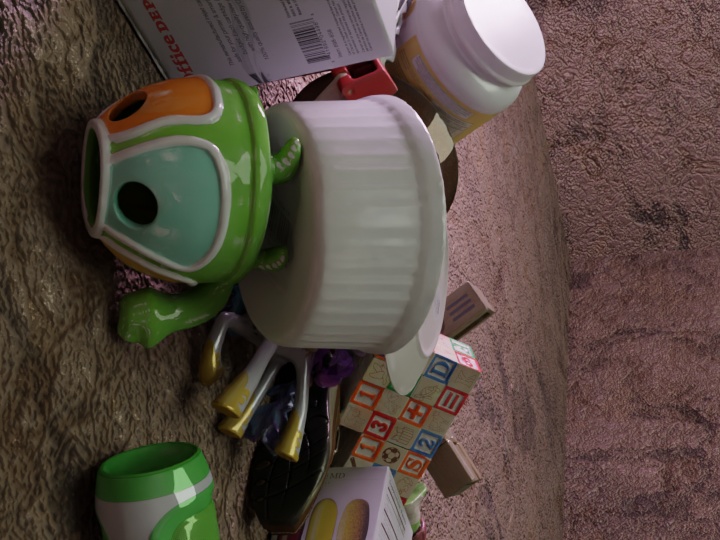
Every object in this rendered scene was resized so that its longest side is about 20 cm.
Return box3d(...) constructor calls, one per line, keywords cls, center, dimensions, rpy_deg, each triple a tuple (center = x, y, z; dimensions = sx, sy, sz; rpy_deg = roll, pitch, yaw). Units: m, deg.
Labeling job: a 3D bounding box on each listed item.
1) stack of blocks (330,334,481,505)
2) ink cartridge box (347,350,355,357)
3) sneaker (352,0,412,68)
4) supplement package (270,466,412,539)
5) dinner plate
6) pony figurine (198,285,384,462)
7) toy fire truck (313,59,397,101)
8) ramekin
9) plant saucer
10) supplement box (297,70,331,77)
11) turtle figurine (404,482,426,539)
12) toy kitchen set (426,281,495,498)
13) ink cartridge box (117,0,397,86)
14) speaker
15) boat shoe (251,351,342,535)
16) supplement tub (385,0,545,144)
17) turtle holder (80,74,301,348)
box3d(cls="stack of blocks", center=(0.030, 0.156, 1.023), dimensions=(0.202, 0.114, 0.059), rpy_deg=(-63, -164, 18))
box3d(cls="ink cartridge box", center=(0.021, 0.039, 1.126), dimensions=(0.201, 0.075, 0.137), rpy_deg=(-90, 157, -55))
box3d(cls="sneaker", center=(0.009, -0.282, 0.926), dimensions=(0.089, 0.073, 0.202), rpy_deg=(62, 30, -52))
box3d(cls="supplement package", center=(-0.026, 0.303, 0.920), dimensions=(0.201, 0.112, 0.110), rpy_deg=(-75, 153, -48))
box3d(cls="dinner plate", center=(0.055, 0.010, 0.847), dimensions=(0.200, 0.024, 0.203), rpy_deg=(5, 90, -74))
box3d(cls="pony figurine", center=(-0.060, 0.063, 0.871), dimensions=(0.193, 0.165, 0.202), rpy_deg=(49, 54, -47))
box3d(cls="toy fire truck", center=(-0.037, -0.098, 0.905), dimensions=(0.141, 0.199, 0.049), rpy_deg=(53, 8, -38))
box3d(cls="ramekin", center=(-0.026, -0.035, 0.732), dimensions=(0.096, 0.200, 0.204), rpy_deg=(-1, 85, -27))
box3d(cls="plant saucer", center=(0.002, -0.104, 0.980), dimensions=(0.035, 0.197, 0.203), rpy_deg=(-56, 137, -56))
box3d(cls="supplement box", center=(-0.063, -0.303, 0.992), dimensions=(0.201, 0.102, 0.132), rpy_deg=(-74, 151, -48))
box3d(cls="turtle figurine", center=(0.074, 0.339, 1.170), dimensions=(0.144, 0.198, 0.197), rpy_deg=(-146, -141, -69))
box3d(cls="toy kitchen set", center=(0.113, 0.145, 1.163), dimensions=(0.201, 0.180, 0.163), rpy_deg=(56, 10, 18))
box3d(cls="ink cartridge box", center=(-0.083, -0.233, 0.768), dimensions=(0.145, 0.197, 0.085), rpy_deg=(62, 25, -48))
box3d(cls="speaker", center=(-0.133, 0.229, 0.670), dimensions=(0.088, 0.087, 0.203), rpy_deg=(-27, 110, -70))
box3d(cls="boat shoe", center=(-0.051, 0.172, 0.943), dimensions=(0.202, 0.075, 0.074), rpy_deg=(-75, 156, -43))
box3d(cls="supplement tub", center=(0.080, -0.208, 1.006), dimensions=(0.144, 0.199, 0.147), rpy_deg=(22, 54, -34))
box3d(cls="turtle holder", center=(-0.134, -0.051, 0.691), dimensions=(0.186, 0.130, 0.142), rpy_deg=(-60, -138, 44))
